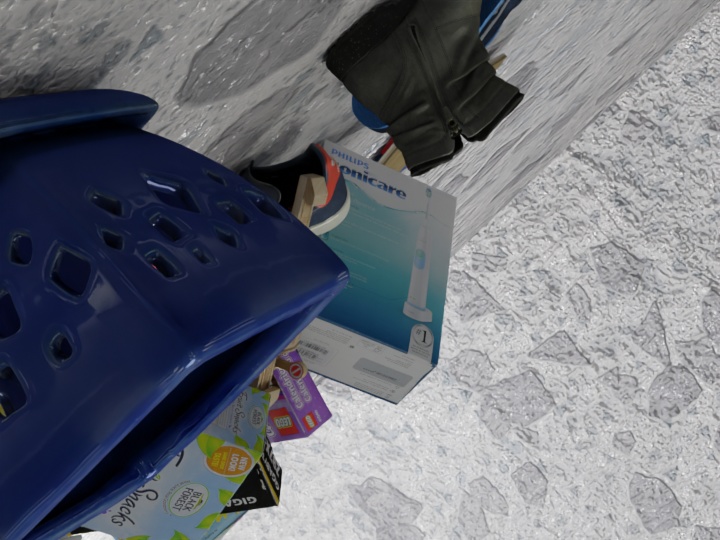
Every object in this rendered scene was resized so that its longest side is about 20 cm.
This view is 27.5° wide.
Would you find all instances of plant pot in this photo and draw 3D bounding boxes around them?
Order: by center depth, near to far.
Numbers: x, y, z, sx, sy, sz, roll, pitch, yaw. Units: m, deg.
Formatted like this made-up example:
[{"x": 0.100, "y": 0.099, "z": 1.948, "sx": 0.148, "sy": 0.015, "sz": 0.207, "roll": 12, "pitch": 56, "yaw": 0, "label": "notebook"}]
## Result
[{"x": -0.157, "y": 0.018, "z": 0.768, "sx": 0.200, "sy": 0.180, "sz": 0.200, "roll": -45, "pitch": 172, "yaw": 23, "label": "plant pot"}]

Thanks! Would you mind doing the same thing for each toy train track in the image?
[{"x": -0.053, "y": 0.023, "z": 1.182, "sx": 0.115, "sy": 0.032, "sz": 0.201, "roll": -14, "pitch": 120, "yaw": -64, "label": "toy train track"}]

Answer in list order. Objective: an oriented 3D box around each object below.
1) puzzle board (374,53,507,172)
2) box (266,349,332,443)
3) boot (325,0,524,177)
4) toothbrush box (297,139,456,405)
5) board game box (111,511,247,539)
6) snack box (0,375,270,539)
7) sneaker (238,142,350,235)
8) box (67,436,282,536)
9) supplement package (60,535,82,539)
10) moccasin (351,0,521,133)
[{"x": 0.069, "y": -0.158, "z": 1.651, "sx": 0.151, "sy": 0.017, "sz": 0.200, "roll": -37, "pitch": 172, "yaw": -45, "label": "puzzle board"}, {"x": -0.128, "y": 0.093, "z": 1.318, "sx": 0.200, "sy": 0.137, "sz": 0.039, "roll": -16, "pitch": -164, "yaw": 48, "label": "box"}, {"x": 0.083, "y": -0.173, "z": 1.131, "sx": 0.200, "sy": 0.131, "sz": 0.068, "roll": -42, "pitch": 174, "yaw": 4, "label": "boot"}, {"x": 0.000, "y": 0.000, "z": 1.351, "sx": 0.085, "sy": 0.146, "sz": 0.201, "roll": -48, "pitch": -154, "yaw": 48, "label": "toothbrush box"}, {"x": -0.224, "y": 0.215, "z": 1.546, "sx": 0.103, "sy": 0.200, "sz": 0.105, "roll": -35, "pitch": 171, "yaw": -42, "label": "board game box"}, {"x": -0.194, "y": 0.135, "z": 1.164, "sx": 0.068, "sy": 0.199, "sz": 0.169, "roll": -86, "pitch": -157, "yaw": -44, "label": "snack box"}, {"x": -0.103, "y": -0.042, "z": 1.229, "sx": 0.200, "sy": 0.075, "sz": 0.085, "roll": -34, "pitch": 150, "yaw": -13, "label": "sneaker"}, {"x": -0.184, "y": 0.150, "z": 1.258, "sx": 0.199, "sy": 0.160, "sz": 0.049, "roll": -9, "pitch": -141, "yaw": 10, "label": "box"}, {"x": -0.358, "y": 0.250, "z": 1.363, "sx": 0.117, "sy": 0.117, "sz": 0.200, "roll": -42, "pitch": 173, "yaw": -3, "label": "supplement package"}, {"x": 0.079, "y": -0.187, "z": 1.224, "sx": 0.200, "sy": 0.081, "sz": 0.068, "roll": -43, "pitch": 162, "yaw": 16, "label": "moccasin"}]
